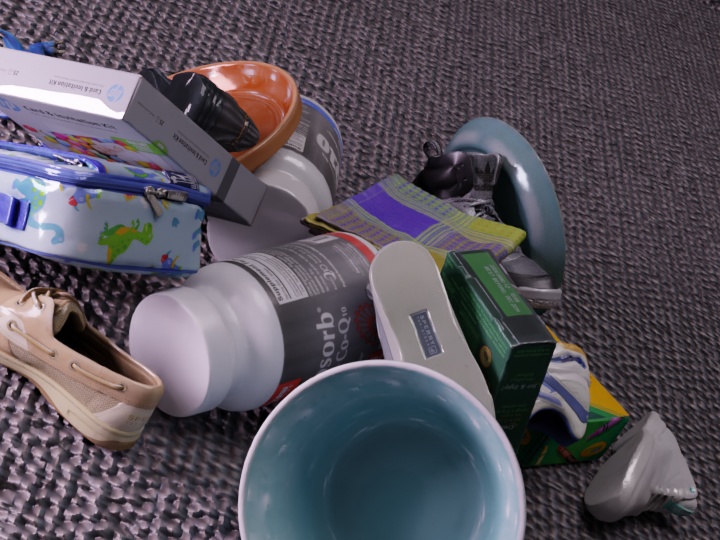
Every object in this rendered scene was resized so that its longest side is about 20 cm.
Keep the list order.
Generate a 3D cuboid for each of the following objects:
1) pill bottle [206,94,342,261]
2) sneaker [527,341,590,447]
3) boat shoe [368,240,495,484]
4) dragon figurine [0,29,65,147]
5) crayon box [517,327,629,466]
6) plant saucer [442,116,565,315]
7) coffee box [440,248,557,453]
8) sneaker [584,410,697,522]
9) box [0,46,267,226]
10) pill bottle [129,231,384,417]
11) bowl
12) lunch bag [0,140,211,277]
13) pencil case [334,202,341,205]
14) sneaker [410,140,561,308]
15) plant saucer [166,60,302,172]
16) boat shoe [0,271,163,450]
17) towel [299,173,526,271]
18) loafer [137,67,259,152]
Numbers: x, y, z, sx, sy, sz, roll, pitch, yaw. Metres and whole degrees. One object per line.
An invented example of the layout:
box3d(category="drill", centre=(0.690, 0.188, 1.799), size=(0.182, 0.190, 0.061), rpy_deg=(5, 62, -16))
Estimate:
box3d(category="pill bottle", centre=(-0.077, -0.074, 1.764), size=(0.114, 0.114, 0.200), rpy_deg=(29, 25, -10))
box3d(category="sneaker", centre=(0.102, 0.103, 1.650), size=(0.199, 0.075, 0.089), rpy_deg=(3, 67, -14))
box3d(category="boat shoe", centre=(0.055, 0.078, 1.487), size=(0.072, 0.070, 0.202), rpy_deg=(78, -3, -72))
box3d(category="dragon figurine", centre=(-0.294, -0.165, 1.730), size=(0.200, 0.059, 0.099), rpy_deg=(45, 26, 21))
box3d(category="crayon box", centre=(0.137, 0.088, 1.799), size=(0.119, 0.058, 0.200), rpy_deg=(1, 39, -50))
box3d(category="plant saucer", centre=(0.126, -0.047, 1.899), size=(0.027, 0.201, 0.200), rpy_deg=(-15, 48, -28))
box3d(category="coffee box", centre=(0.084, 0.097, 1.543), size=(0.044, 0.201, 0.123), rpy_deg=(-3, 38, -26))
box3d(category="sneaker", centre=(0.261, 0.190, 1.762), size=(0.089, 0.075, 0.200), rpy_deg=(48, 24, 3))
box3d(category="box", centre=(-0.184, -0.103, 1.534), size=(0.155, 0.041, 0.200), rpy_deg=(14, -16, 31))
box3d(category="pill bottle", centre=(-0.073, 0.043, 1.523), size=(0.200, 0.116, 0.116), rpy_deg=(-16, 53, -43))
box3d(category="bowl", centre=(0.023, 0.165, 1.384), size=(0.201, 0.201, 0.105), rpy_deg=(39, 4, 11))
box3d(category="lunch bag", centre=(-0.222, -0.048, 1.474), size=(0.160, 0.083, 0.200), rpy_deg=(7, 4, -44))
box3d(category="pencil case", centre=(0.000, 0.000, 1.740), size=(0.087, 0.078, 0.200), rpy_deg=(56, 9, -14))
box3d(category="sneaker", centre=(0.112, -0.046, 1.808), size=(0.200, 0.114, 0.075), rpy_deg=(30, 19, 36))
box3d(category="plant saucer", centre=(-0.145, -0.116, 1.718), size=(0.201, 0.200, 0.032), rpy_deg=(-102, 174, -58))
box3d(category="boat shoe", centre=(-0.223, 0.042, 1.419), size=(0.200, 0.065, 0.071), rpy_deg=(38, 24, 9))
box3d(category="towel", centre=(0.049, -0.033, 1.691), size=(0.143, 0.023, 0.200), rpy_deg=(26, 23, 19))
box3d(category="loafer", centre=(-0.153, -0.122, 1.648), size=(0.072, 0.073, 0.200), rpy_deg=(30, -5, -27))
